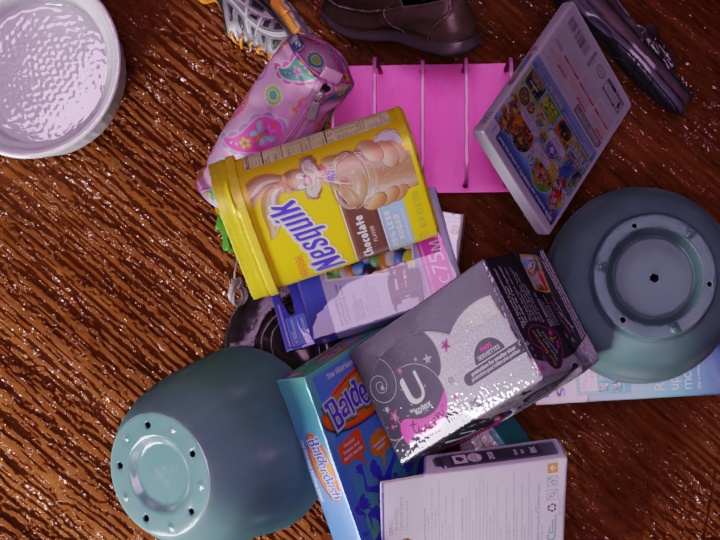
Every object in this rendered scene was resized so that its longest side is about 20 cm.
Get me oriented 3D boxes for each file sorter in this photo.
[{"bbox_3d":[0.065,-0.154,1.682,0.198,0.125,0.141,-1,89,3],"label":"file sorter"}]

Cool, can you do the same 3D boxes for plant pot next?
[{"bbox_3d":[0.283,0.010,1.579,0.198,0.134,0.203,0,85,3],"label":"plant pot"},{"bbox_3d":[-0.157,0.189,1.629,0.199,0.161,0.203,4,99,29],"label":"plant pot"}]

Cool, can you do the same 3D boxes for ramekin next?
[{"bbox_3d":[-0.347,-0.217,1.720,0.198,0.098,0.203,0,88,2],"label":"ramekin"}]

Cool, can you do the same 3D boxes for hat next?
[{"bbox_3d":[-0.053,0.090,1.704,0.198,0.081,0.203,0,88,2],"label":"hat"}]

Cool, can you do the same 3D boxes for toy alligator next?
[{"bbox_3d":[-0.136,-0.064,1.730,0.054,0.059,0.202,8,90,45],"label":"toy alligator"}]

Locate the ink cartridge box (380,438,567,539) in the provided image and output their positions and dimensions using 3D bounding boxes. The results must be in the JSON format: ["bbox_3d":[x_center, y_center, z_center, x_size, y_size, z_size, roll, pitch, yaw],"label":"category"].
[{"bbox_3d":[0.113,0.280,1.653,0.198,0.043,0.200,-6,114,-12],"label":"ink cartridge box"}]

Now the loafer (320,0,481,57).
[{"bbox_3d":[0.043,-0.279,1.679,0.199,0.073,0.072,16,122,33],"label":"loafer"}]

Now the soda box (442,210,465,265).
[{"bbox_3d":[0.011,-0.039,1.713,0.198,0.064,0.069,7,89,3],"label":"soda box"}]

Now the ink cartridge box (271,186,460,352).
[{"bbox_3d":[0.000,0.000,1.655,0.198,0.042,0.121,-17,79,4],"label":"ink cartridge box"}]

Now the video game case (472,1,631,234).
[{"bbox_3d":[0.201,-0.158,1.648,0.144,0.018,0.201,54,56,-29],"label":"video game case"}]

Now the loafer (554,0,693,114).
[{"bbox_3d":[0.287,-0.255,1.703,0.063,0.072,0.200,-44,84,-3],"label":"loafer"}]

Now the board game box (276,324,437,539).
[{"bbox_3d":[0.006,0.174,1.649,0.045,0.152,0.202,-10,104,42],"label":"board game box"}]

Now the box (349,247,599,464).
[{"bbox_3d":[0.109,0.086,1.574,0.200,0.114,0.133,-36,74,37],"label":"box"}]

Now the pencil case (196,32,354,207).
[{"bbox_3d":[-0.086,-0.144,1.618,0.087,0.087,0.200,40,115,4],"label":"pencil case"}]

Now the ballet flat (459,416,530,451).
[{"bbox_3d":[0.120,0.155,1.709,0.071,0.072,0.201,-35,85,2],"label":"ballet flat"}]

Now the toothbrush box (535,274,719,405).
[{"bbox_3d":[0.274,0.062,1.686,0.198,0.085,0.148,-3,87,4],"label":"toothbrush box"}]

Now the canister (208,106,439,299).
[{"bbox_3d":[-0.034,-0.068,1.577,0.198,0.087,0.149,-18,129,1],"label":"canister"}]

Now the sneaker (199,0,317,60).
[{"bbox_3d":[-0.103,-0.261,1.718,0.077,0.078,0.201,-39,70,6],"label":"sneaker"}]
